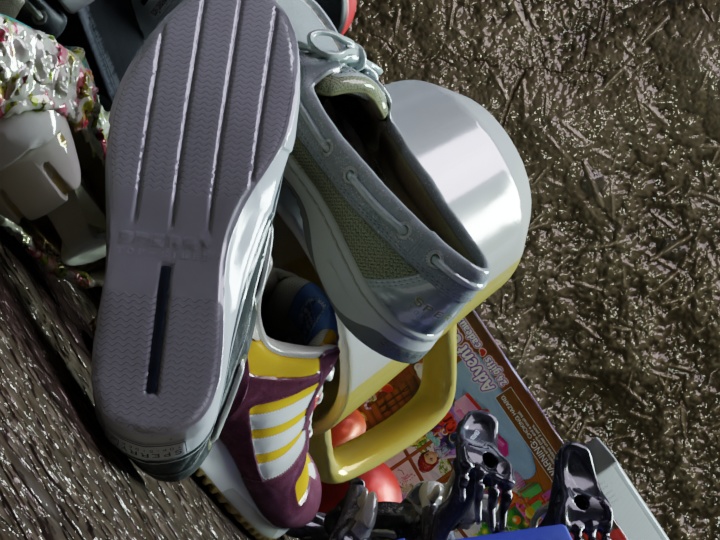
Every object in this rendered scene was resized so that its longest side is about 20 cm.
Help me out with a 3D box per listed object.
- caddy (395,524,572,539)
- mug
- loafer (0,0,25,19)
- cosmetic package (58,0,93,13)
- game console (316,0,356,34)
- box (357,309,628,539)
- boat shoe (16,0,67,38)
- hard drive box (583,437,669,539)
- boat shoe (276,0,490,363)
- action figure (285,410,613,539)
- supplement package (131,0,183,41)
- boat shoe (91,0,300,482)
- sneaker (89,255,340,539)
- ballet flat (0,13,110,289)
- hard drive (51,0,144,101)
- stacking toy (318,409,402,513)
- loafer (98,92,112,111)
[{"bbox_3d":[0.049,0.182,1.203,0.200,0.105,0.142,-103,-179,-85],"label":"caddy"},{"bbox_3d":[-0.004,-0.009,1.426,0.150,0.153,0.187,49,-33,18],"label":"mug"},{"bbox_3d":[-0.196,-0.155,1.156,0.200,0.070,0.075,57,2,14],"label":"loafer"},{"bbox_3d":[-0.140,-0.192,1.226,0.102,0.074,0.200,55,-3,13],"label":"cosmetic package"},{"bbox_3d":[-0.114,-0.159,1.571,0.177,0.200,0.031,54,30,-7],"label":"game console"},{"bbox_3d":[0.042,0.114,1.559,0.200,0.137,0.039,55,1,-4],"label":"box"},{"bbox_3d":[-0.208,-0.174,1.309,0.200,0.060,0.076,55,2,-23],"label":"boat shoe"},{"bbox_3d":[0.142,0.232,1.796,0.200,0.156,0.077,56,1,-10],"label":"hard drive box"},{"bbox_3d":[0.000,-0.054,1.288,0.074,0.065,0.202,20,38,-43],"label":"boat shoe"},{"bbox_3d":[0.031,0.141,1.364,0.119,0.102,0.200,23,-32,-16],"label":"action figure"},{"bbox_3d":[-0.091,-0.248,1.433,0.200,0.191,0.147,48,-12,-4],"label":"supplement package"},{"bbox_3d":[-0.070,-0.014,1.132,0.071,0.072,0.201,97,6,-67],"label":"boat shoe"},{"bbox_3d":[-0.040,0.052,1.274,0.075,0.090,0.200,57,3,28],"label":"sneaker"},{"bbox_3d":[-0.123,-0.043,1.128,0.064,0.075,0.200,65,7,21],"label":"ballet flat"},{"bbox_3d":[-0.185,-0.179,1.412,0.200,0.042,0.135,43,-12,18],"label":"hard drive"},{"bbox_3d":[-0.043,0.056,1.501,0.200,0.085,0.085,63,2,-5],"label":"stacking toy"},{"bbox_3d":[-0.146,-0.093,1.483,0.070,0.068,0.201,42,7,-47],"label":"loafer"}]
